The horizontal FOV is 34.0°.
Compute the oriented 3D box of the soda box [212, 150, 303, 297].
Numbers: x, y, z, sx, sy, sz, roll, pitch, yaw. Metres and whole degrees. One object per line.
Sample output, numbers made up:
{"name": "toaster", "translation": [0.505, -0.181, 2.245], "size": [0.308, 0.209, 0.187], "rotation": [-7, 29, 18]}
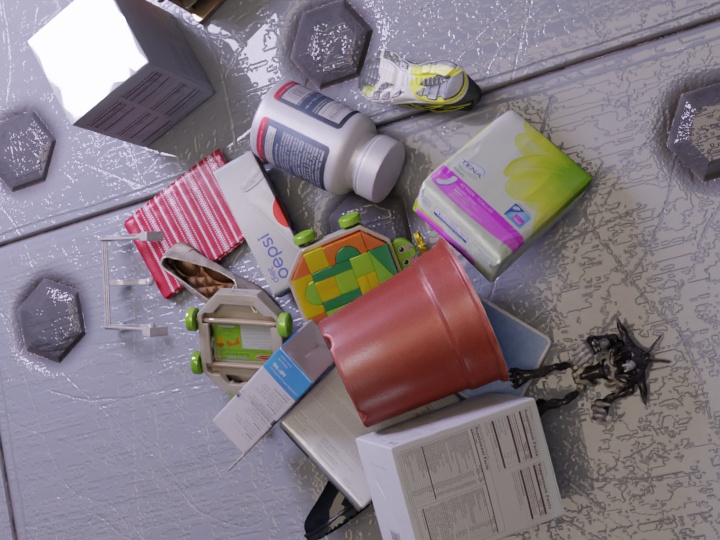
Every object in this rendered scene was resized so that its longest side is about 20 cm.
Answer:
{"name": "soda box", "translation": [-0.135, -0.066, 1.688], "size": [0.068, 0.063, 0.202], "rotation": [-27, 84, 4]}

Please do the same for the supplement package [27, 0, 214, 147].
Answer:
{"name": "supplement package", "translation": [-0.345, -0.298, 1.722], "size": [0.150, 0.200, 0.153], "rotation": [-34, 76, 15]}

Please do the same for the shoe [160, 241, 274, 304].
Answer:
{"name": "shoe", "translation": [-0.207, 0.030, 1.720], "size": [0.198, 0.053, 0.071], "rotation": [33, 103, 7]}

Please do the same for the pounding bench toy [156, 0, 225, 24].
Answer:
{"name": "pounding bench toy", "translation": [-0.282, -0.493, 1.732], "size": [0.124, 0.156, 0.201], "rotation": [-41, 74, 14]}

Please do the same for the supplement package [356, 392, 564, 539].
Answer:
{"name": "supplement package", "translation": [0.123, 0.258, 1.487], "size": [0.197, 0.152, 0.153], "rotation": [-16, 92, -17]}

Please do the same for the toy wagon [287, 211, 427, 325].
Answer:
{"name": "toy wagon", "translation": [0.000, 0.000, 1.631], "size": [0.197, 0.040, 0.157], "rotation": [-21, 104, 2]}

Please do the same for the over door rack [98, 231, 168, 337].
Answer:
{"name": "over door rack", "translation": [-0.323, 0.019, 1.729], "size": [0.199, 0.066, 0.151], "rotation": [1, 94, 58]}

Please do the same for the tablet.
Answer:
{"name": "tablet", "translation": [0.150, 0.102, 1.617], "size": [0.198, 0.014, 0.132], "rotation": [31, 98, 18]}

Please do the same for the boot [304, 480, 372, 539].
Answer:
{"name": "boot", "translation": [-0.035, 0.257, 1.643], "size": [0.199, 0.076, 0.169], "rotation": [-38, 79, 8]}

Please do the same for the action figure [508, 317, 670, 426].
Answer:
{"name": "action figure", "translation": [0.296, 0.139, 1.513], "size": [0.197, 0.102, 0.120], "rotation": [-20, 95, 18]}

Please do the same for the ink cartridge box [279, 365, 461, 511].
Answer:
{"name": "ink cartridge box", "translation": [0.013, 0.195, 1.593], "size": [0.162, 0.050, 0.200], "rotation": [45, 73, 7]}

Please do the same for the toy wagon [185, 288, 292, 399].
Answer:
{"name": "toy wagon", "translation": [-0.169, 0.125, 1.692], "size": [0.152, 0.040, 0.203], "rotation": [3, 113, 16]}

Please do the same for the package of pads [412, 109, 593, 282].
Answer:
{"name": "package of pads", "translation": [0.182, -0.103, 1.538], "size": [0.154, 0.069, 0.199], "rotation": [43, 63, 16]}

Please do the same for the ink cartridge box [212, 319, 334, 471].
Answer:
{"name": "ink cartridge box", "translation": [-0.124, 0.170, 1.601], "size": [0.067, 0.116, 0.200], "rotation": [44, 116, 2]}

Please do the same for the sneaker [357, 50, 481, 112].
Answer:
{"name": "sneaker", "translation": [0.080, -0.250, 1.631], "size": [0.198, 0.084, 0.076], "rotation": [18, 87, 42]}

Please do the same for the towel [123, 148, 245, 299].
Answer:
{"name": "towel", "translation": [-0.253, -0.068, 1.772], "size": [0.199, 0.022, 0.146], "rotation": [-35, 76, 15]}

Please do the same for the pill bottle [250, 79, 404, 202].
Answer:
{"name": "pill bottle", "translation": [-0.044, -0.175, 1.647], "size": [0.198, 0.119, 0.121], "rotation": [27, 97, 19]}

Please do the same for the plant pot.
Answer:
{"name": "plant pot", "translation": [0.060, 0.092, 1.509], "size": [0.193, 0.201, 0.203], "rotation": [-25, 78, -3]}
